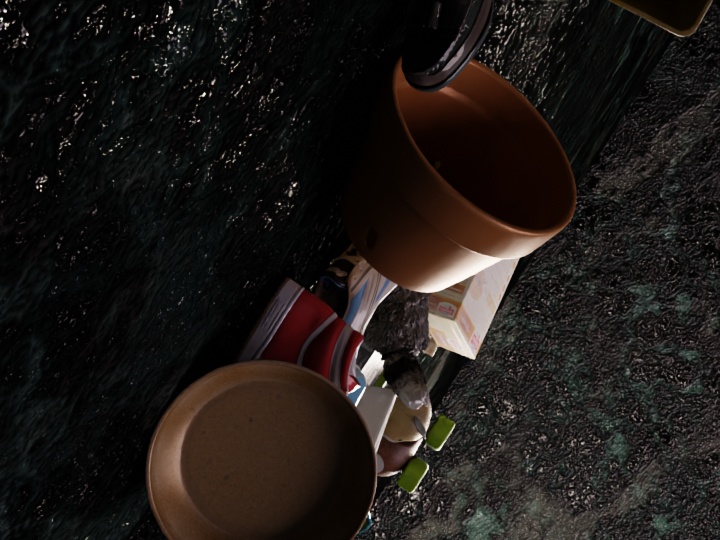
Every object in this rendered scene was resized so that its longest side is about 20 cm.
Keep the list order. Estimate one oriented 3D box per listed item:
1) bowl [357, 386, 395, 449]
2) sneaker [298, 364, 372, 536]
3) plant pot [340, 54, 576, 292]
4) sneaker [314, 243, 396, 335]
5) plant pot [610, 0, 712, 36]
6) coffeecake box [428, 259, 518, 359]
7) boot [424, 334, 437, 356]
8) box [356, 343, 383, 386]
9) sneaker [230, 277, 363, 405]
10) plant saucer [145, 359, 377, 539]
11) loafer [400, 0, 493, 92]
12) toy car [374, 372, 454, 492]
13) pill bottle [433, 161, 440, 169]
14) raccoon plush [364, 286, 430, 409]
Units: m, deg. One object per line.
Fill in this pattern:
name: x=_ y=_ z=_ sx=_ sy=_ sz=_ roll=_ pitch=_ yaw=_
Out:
bowl: x=-0.029 y=0.248 z=1.143 sx=0.201 sy=0.074 sz=0.202 roll=-60 pitch=170 yaw=-51
sneaker: x=-0.021 y=0.185 z=0.927 sx=0.201 sy=0.129 sz=0.080 roll=-53 pitch=145 yaw=-30
plant pot: x=0.072 y=-0.076 z=0.844 sx=0.140 sy=0.200 sz=0.200 roll=-45 pitch=178 yaw=41
sneaker: x=0.000 y=0.000 z=0.989 sx=0.202 sy=0.071 sz=0.073 roll=-60 pitch=139 yaw=-23
plant pot: x=0.272 y=-0.371 z=0.894 sx=0.202 sy=0.198 sz=0.177 roll=-65 pitch=176 yaw=29
coffeecake box: x=0.173 y=0.012 z=1.481 sx=0.202 sy=0.072 sz=0.154 roll=-63 pitch=152 yaw=-17
boot: x=0.109 y=0.074 z=1.537 sx=0.074 sy=0.075 sz=0.201 roll=-47 pitch=162 yaw=-24
box: x=-0.030 y=0.174 z=1.304 sx=0.201 sy=0.049 sz=0.162 roll=-54 pitch=169 yaw=-15
sneaker: x=-0.073 y=0.121 z=0.868 sx=0.202 sy=0.111 sz=0.071 roll=-59 pitch=179 yaw=8
plant saucer: x=-0.085 y=0.170 z=0.820 sx=0.202 sy=0.198 sz=0.035 roll=-59 pitch=-170 yaw=8
loafer: x=0.079 y=-0.242 z=0.749 sx=0.202 sy=0.071 sz=0.063 roll=-63 pitch=148 yaw=-7
toy car: x=0.053 y=0.239 z=1.467 sx=0.159 sy=0.163 sz=0.200 roll=-55 pitch=172 yaw=-12
pill bottle: x=0.136 y=-0.100 z=1.153 sx=0.111 sy=0.110 sz=0.202 roll=-47 pitch=163 yaw=-38
raccoon plush: x=0.068 y=0.045 z=1.120 sx=0.095 sy=0.201 sz=0.135 roll=-1 pitch=130 yaw=-33
